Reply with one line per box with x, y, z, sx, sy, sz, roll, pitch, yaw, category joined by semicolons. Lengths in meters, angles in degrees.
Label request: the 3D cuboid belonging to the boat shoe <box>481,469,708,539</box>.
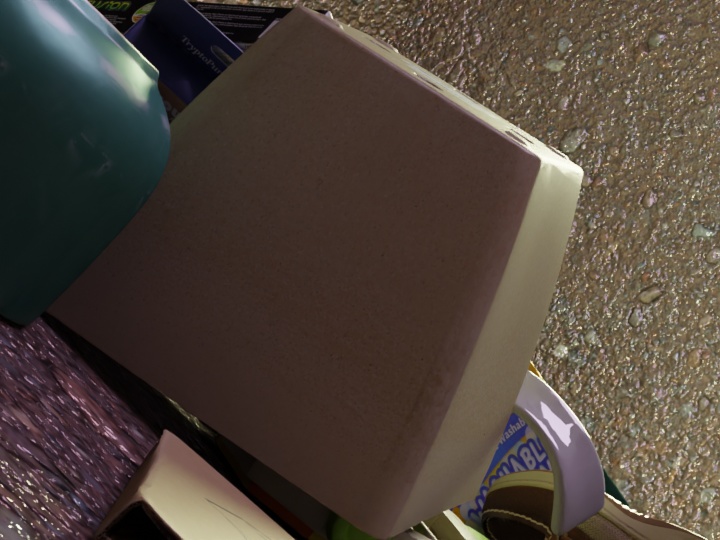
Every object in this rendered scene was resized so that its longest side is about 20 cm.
0.124;0.166;1.125;0.199;0.072;0.072;19;-31;49;boat shoe

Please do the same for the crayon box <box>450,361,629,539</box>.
0.059;0.103;1.243;0.201;0.126;0.051;54;-37;-9;crayon box

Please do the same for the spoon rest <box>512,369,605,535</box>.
0.048;0.065;1.133;0.199;0.099;0.061;30;-52;33;spoon rest

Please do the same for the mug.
-0.158;-0.076;0.880;0.152;0.114;0.185;44;0;-31;mug

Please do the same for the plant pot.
-0.003;-0.011;1.002;0.199;0.178;0.200;33;9;13;plant pot

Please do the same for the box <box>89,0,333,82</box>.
-0.085;-0.095;1.174;0.199;0.035;0.111;9;-45;38;box

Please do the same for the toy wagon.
0.017;0.125;1.065;0.199;0.040;0.155;33;6;-28;toy wagon

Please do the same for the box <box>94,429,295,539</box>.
-0.018;0.124;0.716;0.163;0.021;0.200;44;1;-2;box

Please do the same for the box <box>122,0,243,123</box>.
-0.103;-0.062;1.170;0.121;0.032;0.200;42;-35;-1;box
